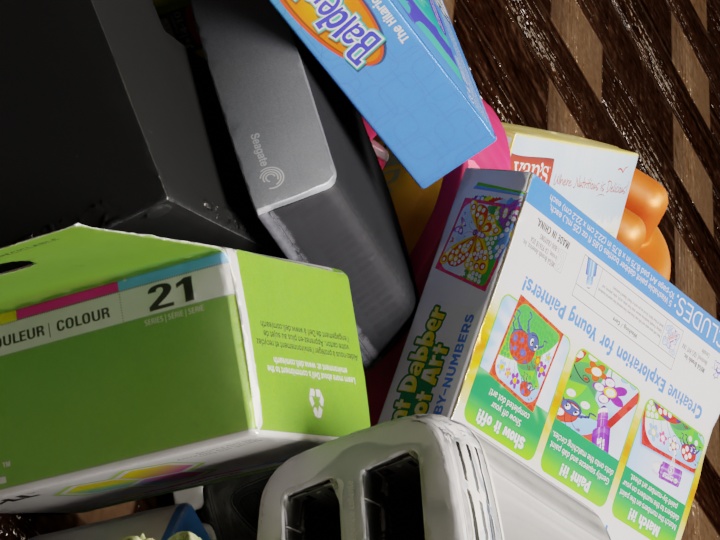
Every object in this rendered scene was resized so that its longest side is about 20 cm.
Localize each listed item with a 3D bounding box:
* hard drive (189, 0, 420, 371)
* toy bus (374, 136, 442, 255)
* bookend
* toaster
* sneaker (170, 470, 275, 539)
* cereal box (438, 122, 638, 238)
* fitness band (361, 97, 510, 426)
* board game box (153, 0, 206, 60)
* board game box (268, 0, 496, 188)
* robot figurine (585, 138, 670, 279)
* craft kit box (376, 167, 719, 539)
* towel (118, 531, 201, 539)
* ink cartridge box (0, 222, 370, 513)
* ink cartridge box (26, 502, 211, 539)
[{"bbox_3d":[-0.028,-0.066,1.069,0.135,0.042,0.201,56,11,-46],"label":"hard drive"},{"bbox_3d":[0.016,-0.033,1.298,0.065,0.078,0.200,63,28,-25],"label":"toy bus"},{"bbox_3d":[-0.122,-0.084,1.008,0.201,0.092,0.199,68,10,12],"label":"bookend"},{"bbox_3d":[0.032,0.141,0.891,0.129,0.113,0.201,41,38,-48],"label":"toaster"},{"bbox_3d":[-0.019,0.165,1.084,0.066,0.090,0.201,-33,106,-65],"label":"sneaker"},{"bbox_3d":[0.072,0.027,1.201,0.144,0.039,0.201,5,101,-59],"label":"cereal box"},{"bbox_3d":[0.000,0.000,1.130,0.037,0.201,0.144,25,7,-33],"label":"fitness band"},{"bbox_3d":[-0.051,-0.110,1.238,0.102,0.047,0.200,69,23,-11],"label":"board game box"},{"bbox_3d":[-0.022,-0.151,1.055,0.200,0.045,0.152,50,13,-30],"label":"board game box"},{"bbox_3d":[0.103,0.021,1.354,0.116,0.201,0.144,7,42,-23],"label":"robot figurine"},{"bbox_3d":[0.086,0.084,1.085,0.200,0.048,0.199,35,67,-45],"label":"craft kit box"},{"bbox_3d":[-0.039,0.199,0.873,0.200,0.036,0.149,51,31,-41],"label":"towel"},{"bbox_3d":[-0.106,0.042,0.894,0.200,0.147,0.076,10,68,-64],"label":"ink cartridge box"},{"bbox_3d":[-0.076,0.217,0.930,0.201,0.084,0.145,63,26,-25],"label":"ink cartridge box"}]
